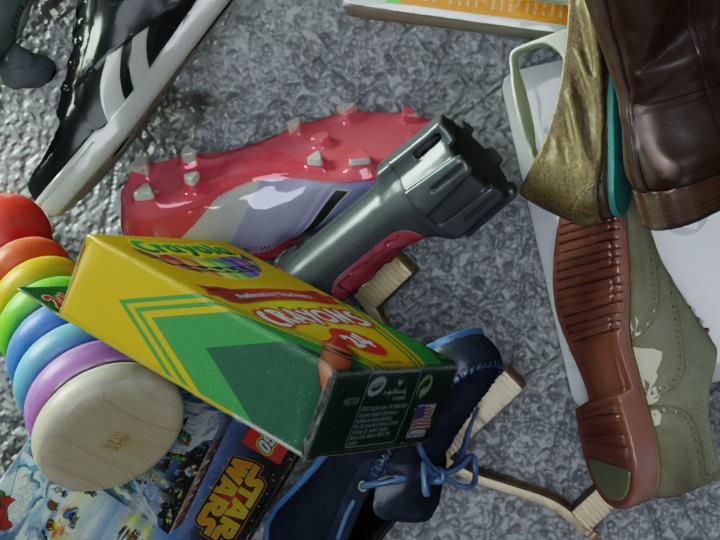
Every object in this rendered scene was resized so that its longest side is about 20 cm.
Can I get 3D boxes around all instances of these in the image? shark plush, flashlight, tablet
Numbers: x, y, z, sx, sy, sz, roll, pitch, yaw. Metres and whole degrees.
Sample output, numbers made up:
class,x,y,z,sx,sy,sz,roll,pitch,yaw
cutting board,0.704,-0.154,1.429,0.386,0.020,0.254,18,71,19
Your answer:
class,x,y,z,sx,sy,sz,roll,pitch,yaw
shark plush,-0.241,-0.135,1.162,0.091,0.200,0.083,39,130,12
flashlight,0.000,0.000,1.170,0.200,0.068,0.068,-38,71,24
tablet,0.165,-0.030,1.203,0.130,0.014,0.200,-13,94,7

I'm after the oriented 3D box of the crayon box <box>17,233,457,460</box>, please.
class,x,y,z,sx,sy,sz,roll,pitch,yaw
crayon box,-0.065,0.030,1.097,0.200,0.127,0.051,26,103,28

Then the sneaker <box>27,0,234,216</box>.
class,x,y,z,sx,sy,sz,roll,pitch,yaw
sneaker,-0.153,-0.139,1.199,0.112,0.073,0.200,37,88,-2

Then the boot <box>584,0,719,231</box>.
class,x,y,z,sx,sy,sz,roll,pitch,yaw
boot,0.189,-0.145,1.104,0.064,0.186,0.200,3,116,49

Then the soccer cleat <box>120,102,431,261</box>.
class,x,y,z,sx,sy,sz,roll,pitch,yaw
soccer cleat,-0.039,-0.042,1.208,0.200,0.067,0.077,-11,129,0

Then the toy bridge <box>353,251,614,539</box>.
class,x,y,z,sx,sy,sz,roll,pitch,yaw
toy bridge,0.067,0.083,1.216,0.067,0.027,0.200,-43,89,10

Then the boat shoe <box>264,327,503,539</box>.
class,x,y,z,sx,sy,sz,roll,pitch,yaw
boat shoe,0.025,0.114,1.178,0.069,0.084,0.200,58,133,28

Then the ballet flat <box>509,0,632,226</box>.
class,x,y,z,sx,sy,sz,roll,pitch,yaw
ballet flat,0.118,-0.125,1.132,0.072,0.068,0.200,7,91,21

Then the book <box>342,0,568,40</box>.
class,x,y,z,sx,sy,sz,roll,pitch,yaw
book,0.099,-0.198,1.179,0.200,0.048,0.134,8,89,6

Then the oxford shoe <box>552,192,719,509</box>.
class,x,y,z,sx,sy,sz,roll,pitch,yaw
oxford shoe,0.158,0.030,1.180,0.074,0.071,0.200,-6,90,-24

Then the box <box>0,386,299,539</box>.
class,x,y,z,sx,sy,sz,roll,pitch,yaw
box,-0.133,0.139,1.180,0.137,0.040,0.200,29,58,4

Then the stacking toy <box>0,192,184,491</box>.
class,x,y,z,sx,sy,sz,roll,pitch,yaw
stacking toy,-0.172,0.028,1.179,0.085,0.085,0.200,-41,48,8
